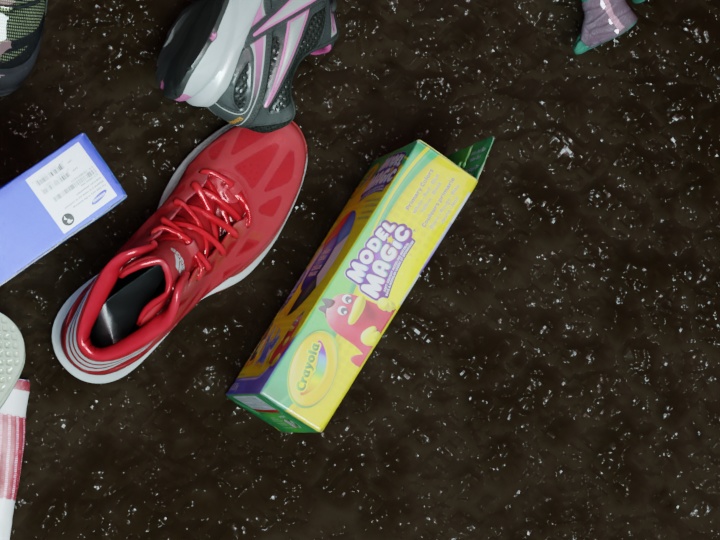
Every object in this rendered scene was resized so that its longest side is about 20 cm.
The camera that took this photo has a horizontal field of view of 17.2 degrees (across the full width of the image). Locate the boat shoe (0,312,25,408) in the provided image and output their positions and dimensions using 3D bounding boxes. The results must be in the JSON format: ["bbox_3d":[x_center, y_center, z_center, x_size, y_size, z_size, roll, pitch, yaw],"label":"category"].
[{"bbox_3d":[-0.271,0.095,1.331,0.075,0.062,0.200,46,75,-7],"label":"boat shoe"}]

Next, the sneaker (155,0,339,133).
[{"bbox_3d":[-0.047,-0.168,1.415,0.086,0.080,0.200,34,71,-27],"label":"sneaker"}]

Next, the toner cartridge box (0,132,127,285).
[{"bbox_3d":[-0.191,-0.024,1.307,0.095,0.200,0.043,-34,96,-13],"label":"toner cartridge box"}]

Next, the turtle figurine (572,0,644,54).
[{"bbox_3d":[0.119,-0.242,1.452,0.150,0.101,0.200,-35,101,-13],"label":"turtle figurine"}]

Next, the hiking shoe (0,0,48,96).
[{"bbox_3d":[-0.210,-0.201,1.362,0.076,0.101,0.200,1,87,-13],"label":"hiking shoe"}]

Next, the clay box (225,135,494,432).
[{"bbox_3d":[0.000,0.000,1.397,0.048,0.115,0.200,33,79,-9],"label":"clay box"}]

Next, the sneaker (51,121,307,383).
[{"bbox_3d":[-0.092,-0.014,1.374,0.078,0.116,0.200,39,79,-9],"label":"sneaker"}]

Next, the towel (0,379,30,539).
[{"bbox_3d":[-0.273,0.151,1.370,0.144,0.023,0.200,10,85,-14],"label":"towel"}]
